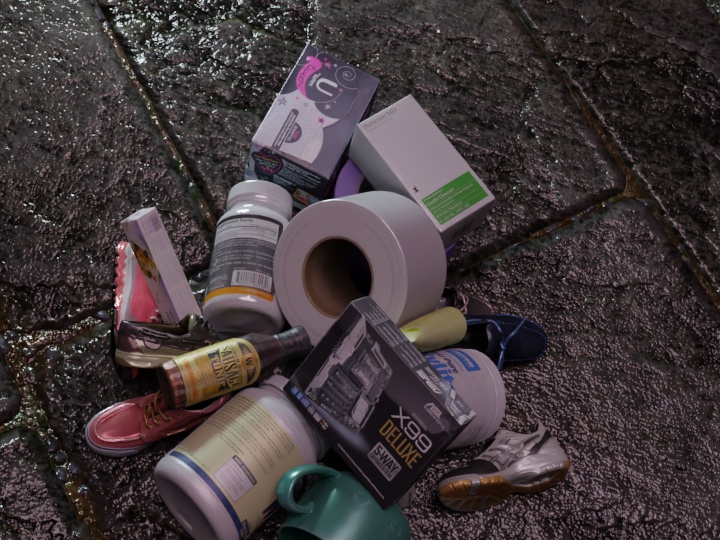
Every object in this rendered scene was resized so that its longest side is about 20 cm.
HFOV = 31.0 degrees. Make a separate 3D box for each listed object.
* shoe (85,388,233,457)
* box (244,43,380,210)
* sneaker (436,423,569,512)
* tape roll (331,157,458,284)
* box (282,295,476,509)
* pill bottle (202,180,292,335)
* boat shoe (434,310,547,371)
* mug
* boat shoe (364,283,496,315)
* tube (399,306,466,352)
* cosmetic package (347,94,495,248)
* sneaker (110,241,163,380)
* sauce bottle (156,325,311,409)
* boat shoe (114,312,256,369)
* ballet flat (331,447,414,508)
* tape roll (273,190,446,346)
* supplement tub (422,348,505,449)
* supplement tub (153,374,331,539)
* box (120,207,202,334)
[{"bbox_3d":[-0.259,0.179,1.678,0.197,0.091,0.072,-12,65,-18],"label":"shoe"},{"bbox_3d":[-0.072,-0.209,1.914,0.131,0.115,0.202,26,59,2],"label":"box"},{"bbox_3d":[0.182,0.262,1.750,0.197,0.076,0.088,-8,54,-25],"label":"sneaker"},{"bbox_3d":[0.052,-0.080,1.890,0.196,0.085,0.203,6,60,-10],"label":"tape roll"},{"bbox_3d":[0.021,0.159,1.567,0.200,0.158,0.050,48,28,15],"label":"box"},{"bbox_3d":[-0.150,-0.015,1.793,0.114,0.117,0.203,9,60,-7],"label":"pill bottle"},{"bbox_3d":[0.170,0.104,1.813,0.196,0.069,0.086,1,104,-11],"label":"boat shoe"},{"bbox_3d":[-0.014,0.315,1.606,0.150,0.187,0.115,24,57,26],"label":"mug"},{"bbox_3d":[0.104,0.050,1.846,0.196,0.057,0.068,8,60,-8],"label":"boat shoe"},{"bbox_3d":[0.078,0.083,1.667,0.052,0.059,0.199,38,22,19],"label":"tube"},{"bbox_3d":[0.083,-0.133,1.829,0.107,0.085,0.201,-32,74,-23],"label":"cosmetic package"},{"bbox_3d":[-0.292,0.051,1.750,0.085,0.074,0.203,3,61,-12],"label":"sneaker"},{"bbox_3d":[-0.158,0.116,1.648,0.198,0.066,0.067,-20,68,-23],"label":"sauce bottle"},{"bbox_3d":[-0.220,0.089,1.687,0.198,0.072,0.067,-2,104,-22],"label":"boat shoe"},{"bbox_3d":[0.004,0.229,1.724,0.069,0.070,0.200,-35,74,-26],"label":"ballet flat"},{"bbox_3d":[0.000,0.000,1.732,0.203,0.203,0.139,46,24,14],"label":"tape roll"},{"bbox_3d":[0.081,0.172,1.693,0.198,0.132,0.133,-3,59,-45],"label":"supplement tub"},{"bbox_3d":[-0.146,0.242,1.638,0.145,0.146,0.199,44,62,13],"label":"supplement tub"},{"bbox_3d":[-0.258,0.015,1.729,0.041,0.038,0.203,-37,112,-42],"label":"box"}]
